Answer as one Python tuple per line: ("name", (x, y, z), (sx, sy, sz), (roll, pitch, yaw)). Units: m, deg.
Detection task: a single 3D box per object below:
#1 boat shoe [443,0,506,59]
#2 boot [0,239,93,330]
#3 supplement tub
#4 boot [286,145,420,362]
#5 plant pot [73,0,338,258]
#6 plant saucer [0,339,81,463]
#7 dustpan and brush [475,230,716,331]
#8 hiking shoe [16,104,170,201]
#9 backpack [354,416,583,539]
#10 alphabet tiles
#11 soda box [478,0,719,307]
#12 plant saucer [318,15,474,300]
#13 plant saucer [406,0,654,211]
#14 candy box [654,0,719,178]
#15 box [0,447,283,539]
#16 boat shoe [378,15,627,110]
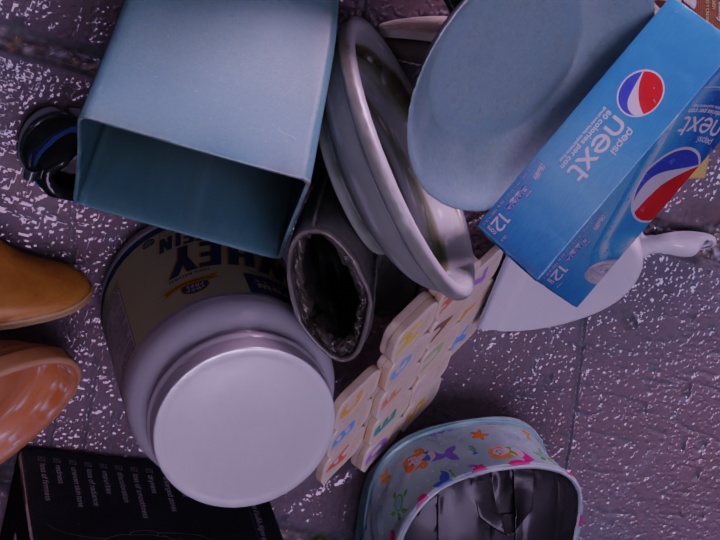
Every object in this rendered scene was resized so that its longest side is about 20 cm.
("boat shoe", (0.044, -0.226, 1.152), (0.062, 0.075, 0.200), (-22, 96, 14))
("boot", (-0.282, -0.037, 1.179), (0.201, 0.071, 0.144), (0, 116, -12))
("supplement tub", (-0.100, 0.060, 1.207), (0.145, 0.200, 0.145), (-7, 118, -13))
("boot", (-0.002, 0.002, 1.205), (0.072, 0.200, 0.182), (-22, 119, 7))
("plant pot", (-0.086, -0.138, 1.104), (0.141, 0.141, 0.200), (16, 69, -5))
("plant saucer", (-0.291, 0.109, 1.211), (0.200, 0.200, 0.037), (-36, 76, 3))
("dustpan and brush", (0.195, -0.013, 1.346), (0.200, 0.057, 0.140), (4, 133, -17))
("hiking shoe", (-0.136, -0.069, 1.197), (0.200, 0.087, 0.075), (-3, 117, -15))
("backpack", (0.082, 0.210, 1.367), (0.177, 0.151, 0.200), (-7, 125, -19))
("alphabet tiles", (0.040, 0.071, 1.278), (0.196, 0.015, 0.200), (-42, 160, -31))
("soda box", (0.175, -0.077, 1.148), (0.200, 0.068, 0.064), (-50, 142, 8))
("plant saucer", (0.016, -0.067, 1.142), (0.050, 0.200, 0.200), (-22, 122, 14))
("plant saucer", (0.103, -0.132, 1.121), (0.201, 0.039, 0.201), (-23, 137, -24))
("candy box", (0.208, -0.168, 1.270), (0.116, 0.056, 0.200), (-1, 118, -14))
("box", (-0.160, 0.242, 1.281), (0.196, 0.200, 0.124), (7, 115, -19))
("boat shoe", (0.110, -0.142, 1.215), (0.200, 0.072, 0.060), (6, 113, 7))
